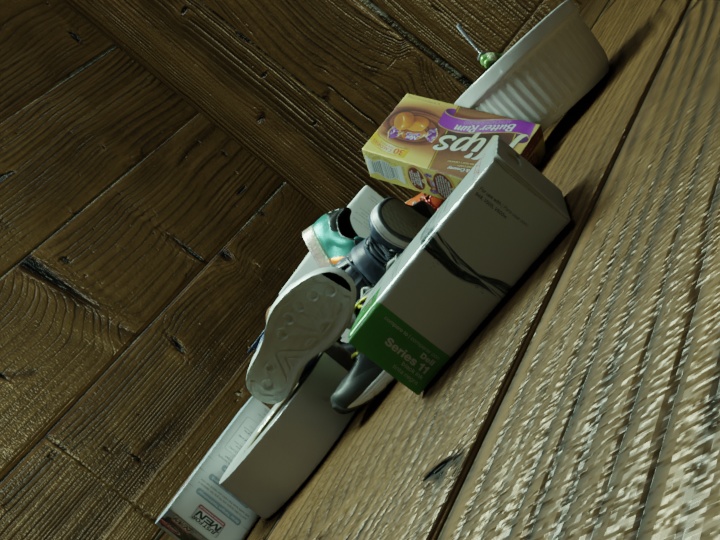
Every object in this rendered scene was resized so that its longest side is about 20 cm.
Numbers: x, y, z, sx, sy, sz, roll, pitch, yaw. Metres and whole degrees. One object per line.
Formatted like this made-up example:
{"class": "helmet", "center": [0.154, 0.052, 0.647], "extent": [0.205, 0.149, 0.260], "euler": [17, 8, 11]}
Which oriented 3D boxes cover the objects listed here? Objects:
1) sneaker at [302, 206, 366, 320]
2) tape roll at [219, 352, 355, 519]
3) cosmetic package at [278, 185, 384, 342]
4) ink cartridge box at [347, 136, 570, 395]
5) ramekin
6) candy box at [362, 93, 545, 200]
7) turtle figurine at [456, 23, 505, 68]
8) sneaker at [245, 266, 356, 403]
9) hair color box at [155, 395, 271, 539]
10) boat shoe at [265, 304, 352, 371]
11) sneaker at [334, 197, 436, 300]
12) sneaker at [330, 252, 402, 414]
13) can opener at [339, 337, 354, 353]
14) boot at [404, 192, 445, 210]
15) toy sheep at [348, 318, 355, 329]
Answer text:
{"class": "sneaker", "center": [0.000, 0.000, 1.213], "extent": [0.080, 0.200, 0.071], "euler": [-39, -19, 16]}
{"class": "tape roll", "center": [-0.081, 0.197, 1.068], "extent": [0.203, 0.071, 0.202], "euler": [-51, 3, 3]}
{"class": "cosmetic package", "center": [-0.003, -0.005, 1.540], "extent": [0.165, 0.165, 0.200], "euler": [-50, 1, 40]}
{"class": "ink cartridge box", "center": [0.088, -0.009, 0.784], "extent": [0.200, 0.083, 0.147], "euler": [-52, 2, 18]}
{"class": "ramekin", "center": [0.231, -0.247, 1.168], "extent": [0.200, 0.105, 0.200], "euler": [-43, 2, 2]}
{"class": "candy box", "center": [0.117, -0.149, 1.124], "extent": [0.117, 0.200, 0.057], "euler": [-52, -36, -25]}
{"class": "turtle figurine", "center": [0.209, -0.256, 1.375], "extent": [0.194, 0.200, 0.144], "euler": [-70, 1, -55]}
{"class": "sneaker", "center": [-0.057, 0.049, 1.020], "extent": [0.200, 0.081, 0.147], "euler": [-57, 2, 29]}
{"class": "hair color box", "center": [-0.161, 0.270, 1.144], "extent": [0.061, 0.099, 0.200], "euler": [-49, 3, 45]}
{"class": "boat shoe", "center": [-0.066, 0.103, 1.197], "extent": [0.076, 0.072, 0.200], "euler": [-37, -38, -5]}
{"class": "sneaker", "center": [0.021, -0.017, 1.074], "extent": [0.146, 0.077, 0.202], "euler": [-40, -11, 17]}
{"class": "sneaker", "center": [0.019, 0.066, 0.967], "extent": [0.200, 0.085, 0.074], "euler": [-52, 2, -24]}
{"class": "can opener", "center": [-0.034, 0.130, 1.357], "extent": [0.063, 0.079, 0.200], "euler": [-44, 10, -12]}
{"class": "boot", "center": [0.095, -0.083, 1.203], "extent": [0.200, 0.075, 0.107], "euler": [-35, -11, 15]}
{"class": "toy sheep", "center": [0.001, 0.030, 1.338], "extent": [0.138, 0.138, 0.200], "euler": [-52, -3, -26]}
